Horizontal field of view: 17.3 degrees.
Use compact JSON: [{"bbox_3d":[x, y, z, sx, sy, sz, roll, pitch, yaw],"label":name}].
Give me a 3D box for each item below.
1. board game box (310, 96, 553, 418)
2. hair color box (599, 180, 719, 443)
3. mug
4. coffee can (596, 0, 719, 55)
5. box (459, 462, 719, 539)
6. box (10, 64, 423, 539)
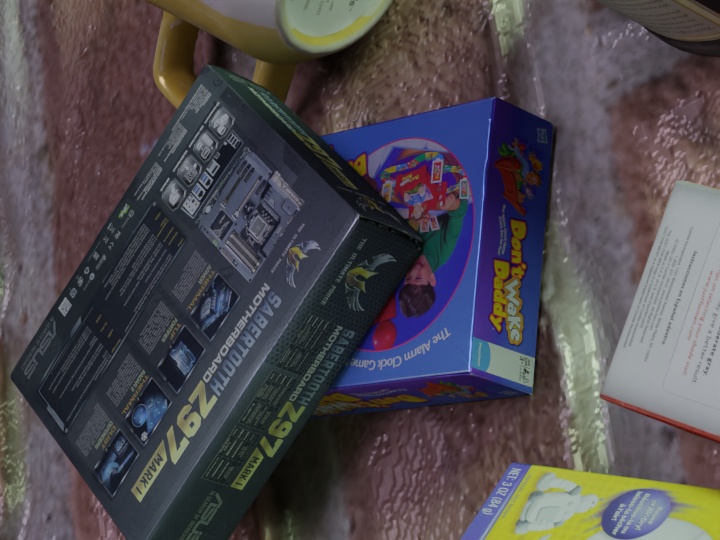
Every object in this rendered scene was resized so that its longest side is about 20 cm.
[{"bbox_3d":[0.000,0.000,1.161,0.200,0.045,0.135,-9,69,44],"label":"board game box"},{"bbox_3d":[0.198,0.035,0.932,0.200,0.061,0.102,20,89,49],"label":"hair color box"},{"bbox_3d":[-0.050,-0.172,1.239,0.149,0.187,0.153,-39,52,-14],"label":"mug"},{"bbox_3d":[0.108,-0.192,1.009,0.146,0.200,0.147,-19,63,41],"label":"coffee can"},{"bbox_3d":[0.121,0.139,0.926,0.200,0.048,0.117,5,43,36],"label":"box"},{"bbox_3d":[-0.075,0.021,1.159,0.200,0.051,0.158,-57,43,12],"label":"box"}]
